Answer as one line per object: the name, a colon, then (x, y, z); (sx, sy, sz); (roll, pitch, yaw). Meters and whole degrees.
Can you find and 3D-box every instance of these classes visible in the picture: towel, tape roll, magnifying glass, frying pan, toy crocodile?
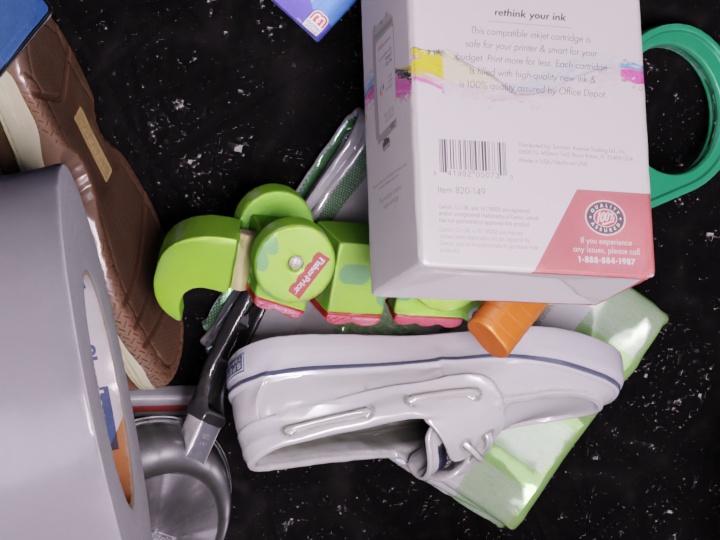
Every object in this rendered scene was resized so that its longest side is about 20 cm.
towel: (0.039, 0.029, 1.316); (0.199, 0.031, 0.150); (33, 102, -17)
tape roll: (-0.140, 0.058, 1.138); (0.066, 0.200, 0.202); (-12, 110, 0)
magnifying glass: (0.116, -0.038, 1.255); (0.080, 0.022, 0.200); (49, 62, -21)
frying pan: (-0.082, 0.100, 1.285); (0.190, 0.031, 0.115); (-43, 133, -10)
toy crocodile: (0.000, 0.000, 1.250); (0.199, 0.068, 0.062); (4, 109, -16)

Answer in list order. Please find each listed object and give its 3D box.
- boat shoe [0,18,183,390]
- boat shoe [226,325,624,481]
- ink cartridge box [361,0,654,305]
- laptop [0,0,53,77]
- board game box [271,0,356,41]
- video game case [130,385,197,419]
boat shoe: (-0.150, -0.030, 1.259); (0.074, 0.075, 0.203); (-11, 114, 23)
boat shoe: (0.034, 0.070, 1.267); (0.198, 0.074, 0.066); (-2, 65, -11)
ink cartridge box: (0.065, -0.090, 1.196); (0.116, 0.067, 0.202); (3, 77, -20)
laptop: (-0.273, -0.123, 1.177); (0.200, 0.116, 0.187); (39, 99, -18)
board game box: (-0.009, -0.231, 1.212); (0.152, 0.045, 0.200); (40, 99, -18)
video game case: (-0.147, 0.156, 1.341); (0.142, 0.017, 0.201); (-1, 108, -7)
